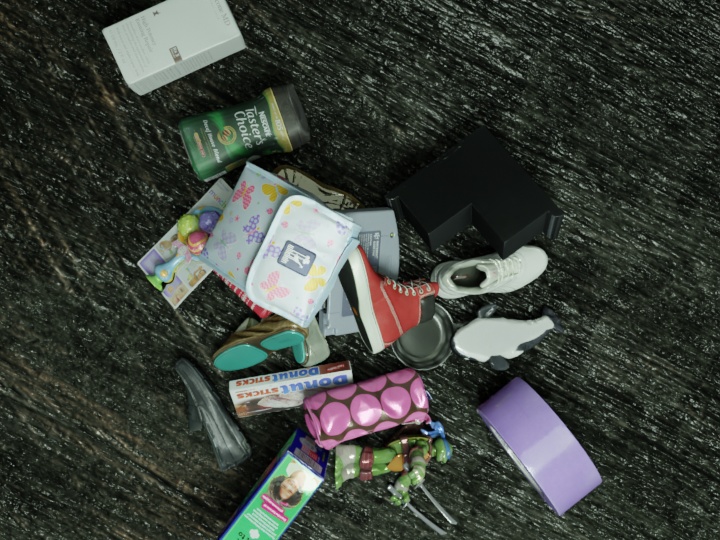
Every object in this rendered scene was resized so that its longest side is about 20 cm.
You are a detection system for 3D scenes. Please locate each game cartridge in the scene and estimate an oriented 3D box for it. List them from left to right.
[{"bbox_3d":[0.000,0.000,1.075,0.132,0.041,0.202,-4,108,-28],"label":"game cartridge"}]

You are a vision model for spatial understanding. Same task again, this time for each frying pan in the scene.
[{"bbox_3d":[0.133,0.087,1.127,0.189,0.031,0.116,-33,94,-13],"label":"frying pan"}]

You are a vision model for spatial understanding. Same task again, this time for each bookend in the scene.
[{"bbox_3d":[0.177,-0.087,1.062,0.198,0.092,0.201,-36,68,-4],"label":"bookend"}]

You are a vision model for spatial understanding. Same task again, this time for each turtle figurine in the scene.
[{"bbox_3d":[0.055,0.339,1.068,0.192,0.144,0.202,0,86,0],"label":"turtle figurine"}]

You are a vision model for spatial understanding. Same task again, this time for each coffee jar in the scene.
[{"bbox_3d":[-0.184,-0.224,1.084,0.198,0.085,0.105,-21,91,-3],"label":"coffee jar"}]

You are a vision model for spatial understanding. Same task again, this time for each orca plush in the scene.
[{"bbox_3d":[0.232,0.106,1.118,0.199,0.071,0.106,-26,81,-21],"label":"orca plush"}]

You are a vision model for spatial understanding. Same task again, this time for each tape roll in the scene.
[{"bbox_3d":[0.276,0.272,1.049,0.085,0.200,0.201,-38,92,-2],"label":"tape roll"}]

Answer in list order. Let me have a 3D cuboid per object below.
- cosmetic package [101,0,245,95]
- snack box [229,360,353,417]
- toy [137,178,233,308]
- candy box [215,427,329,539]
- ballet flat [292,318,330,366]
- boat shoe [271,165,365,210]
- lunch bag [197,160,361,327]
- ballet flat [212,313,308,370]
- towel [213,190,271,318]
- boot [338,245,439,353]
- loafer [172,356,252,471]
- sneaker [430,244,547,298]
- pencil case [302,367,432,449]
[{"bbox_3d":[-0.298,-0.376,1.086,0.199,0.074,0.102,-26,92,-1],"label":"cosmetic package"},{"bbox_3d":[-0.110,0.195,1.099,0.198,0.024,0.072,-9,131,-3],"label":"snack box"},{"bbox_3d":[-0.270,-0.051,1.080,0.200,0.047,0.115,-47,67,2],"label":"toy"},{"bbox_3d":[-0.138,0.361,1.044,0.077,0.169,0.201,36,88,1],"label":"candy box"},{"bbox_3d":[-0.097,0.056,1.106,0.063,0.067,0.202,-13,85,-31],"label":"ballet flat"},{"bbox_3d":[-0.059,-0.107,1.099,0.199,0.066,0.074,35,91,-11],"label":"boat shoe"},{"bbox_3d":[-0.111,-0.038,0.967,0.199,0.127,0.171,34,98,27],"label":"lunch bag"},{"bbox_3d":[-0.160,0.101,1.079,0.068,0.199,0.073,33,44,-35],"label":"ballet flat"},{"bbox_3d":[-0.172,-0.036,1.081,0.200,0.022,0.145,41,89,23],"label":"towel"},{"bbox_3d":[0.049,0.019,1.038,0.143,0.072,0.201,-28,127,-12],"label":"boot"},{"bbox_3d":[-0.251,0.234,1.089,0.070,0.068,0.202,-32,95,-11],"label":"loafer"},{"bbox_3d":[0.218,0.006,1.096,0.198,0.099,0.079,-16,91,-3],"label":"sneaker"},{"bbox_3d":[0.011,0.221,1.065,0.198,0.091,0.095,-13,77,-11],"label":"pencil case"}]
